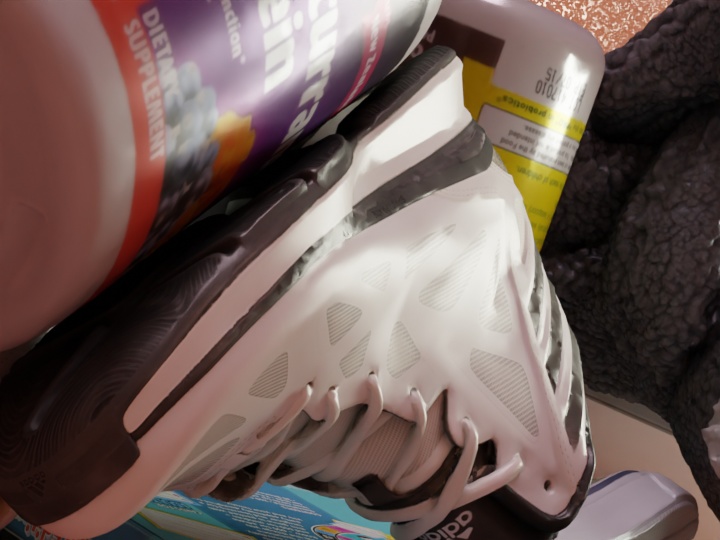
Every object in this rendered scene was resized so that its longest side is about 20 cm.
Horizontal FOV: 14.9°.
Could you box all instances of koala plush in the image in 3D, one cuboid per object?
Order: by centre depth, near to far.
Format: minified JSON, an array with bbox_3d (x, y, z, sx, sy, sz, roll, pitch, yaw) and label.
[{"bbox_3d":[0.146,0.029,0.955,0.177,0.183,0.201,36,25,-58],"label":"koala plush"}]

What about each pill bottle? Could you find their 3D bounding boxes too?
[{"bbox_3d":[-0.047,-0.072,0.614,0.111,0.112,0.200,20,36,24],"label":"pill bottle"},{"bbox_3d":[0.000,0.000,0.911,0.109,0.201,0.109,19,2,-1],"label":"pill bottle"}]

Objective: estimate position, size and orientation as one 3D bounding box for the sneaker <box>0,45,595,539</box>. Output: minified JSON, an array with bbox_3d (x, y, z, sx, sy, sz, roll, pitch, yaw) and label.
[{"bbox_3d":[0.002,0.032,0.619,0.116,0.075,0.200,57,34,-7],"label":"sneaker"}]

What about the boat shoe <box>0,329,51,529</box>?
[{"bbox_3d":[-0.099,0.035,0.611,0.069,0.071,0.200,34,36,21],"label":"boat shoe"}]

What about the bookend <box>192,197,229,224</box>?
[{"bbox_3d":[-0.167,-0.042,0.731,0.198,0.093,0.200,22,38,40],"label":"bookend"}]

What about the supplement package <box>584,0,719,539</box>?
[{"bbox_3d":[0.157,0.017,1.138,0.150,0.200,0.152,23,-26,19],"label":"supplement package"}]

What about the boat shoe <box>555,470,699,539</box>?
[{"bbox_3d":[0.054,0.089,0.868,0.062,0.072,0.200,30,9,21],"label":"boat shoe"}]

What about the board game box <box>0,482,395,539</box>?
[{"bbox_3d":[-0.015,0.089,0.673,0.150,0.047,0.200,17,4,-37],"label":"board game box"}]
